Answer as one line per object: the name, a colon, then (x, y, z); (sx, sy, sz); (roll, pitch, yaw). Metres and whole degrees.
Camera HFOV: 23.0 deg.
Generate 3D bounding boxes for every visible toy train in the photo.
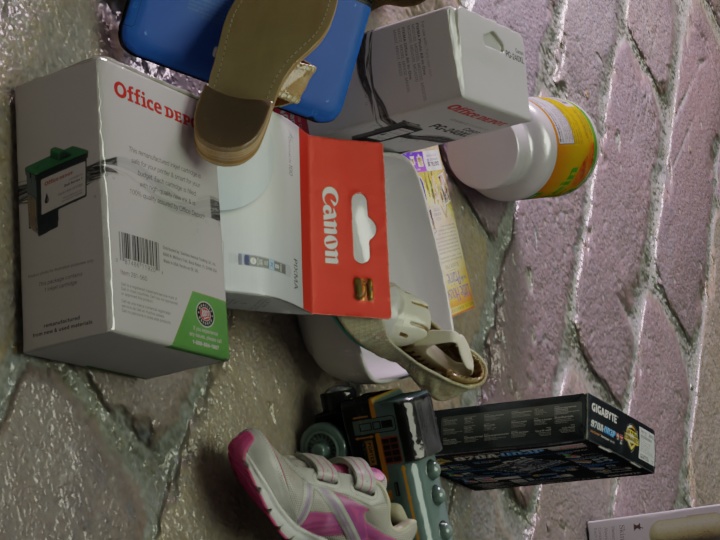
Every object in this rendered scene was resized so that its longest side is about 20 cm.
toy train: (0.021, 0.193, 1.504); (0.085, 0.113, 0.201); (-9, 87, -61)

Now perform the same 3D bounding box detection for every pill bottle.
pill bottle: (0.172, -0.131, 1.900); (0.200, 0.111, 0.112); (-9, 88, -61)

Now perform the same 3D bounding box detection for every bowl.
bowl: (0.000, 0.000, 1.582); (0.200, 0.074, 0.201); (-16, 94, -60)

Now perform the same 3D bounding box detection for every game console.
game console: (-0.102, -0.229, 1.447); (0.199, 0.118, 0.172); (18, 87, -26)

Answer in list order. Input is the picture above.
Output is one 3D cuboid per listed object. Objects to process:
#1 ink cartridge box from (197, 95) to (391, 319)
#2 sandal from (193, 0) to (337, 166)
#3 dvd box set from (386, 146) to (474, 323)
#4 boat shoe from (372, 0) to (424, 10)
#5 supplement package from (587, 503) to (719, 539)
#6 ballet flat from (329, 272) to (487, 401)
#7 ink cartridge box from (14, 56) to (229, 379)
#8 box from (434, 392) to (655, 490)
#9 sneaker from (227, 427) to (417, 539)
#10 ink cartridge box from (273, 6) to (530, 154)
ink cartridge box: (-0.062, -0.048, 1.412); (0.199, 0.047, 0.161); (5, 70, -22)
sandal: (-0.078, -0.146, 1.363); (0.070, 0.077, 0.212); (99, 11, -51)
dvd box set: (0.060, -0.050, 1.733); (0.146, 0.029, 0.201); (-18, 95, -70)
boat shoe: (0.009, -0.299, 1.731); (0.065, 0.072, 0.200); (46, 28, 18)
supplement package: (0.384, 0.351, 2.004); (0.150, 0.199, 0.153); (20, 62, -57)
ballet flat: (0.046, 0.050, 1.505); (0.200, 0.062, 0.068); (39, 47, -49)
ink cartridge box: (-0.171, -0.035, 1.276); (0.146, 0.084, 0.201); (20, 61, -57)
box: (0.158, 0.165, 1.672); (0.159, 0.199, 0.046); (29, 57, -53)
sneaker: (-0.028, 0.178, 1.413); (0.200, 0.088, 0.081); (47, -3, -37)
ink cartridge box: (0.033, -0.158, 1.568); (0.145, 0.199, 0.084); (7, 73, -60)
